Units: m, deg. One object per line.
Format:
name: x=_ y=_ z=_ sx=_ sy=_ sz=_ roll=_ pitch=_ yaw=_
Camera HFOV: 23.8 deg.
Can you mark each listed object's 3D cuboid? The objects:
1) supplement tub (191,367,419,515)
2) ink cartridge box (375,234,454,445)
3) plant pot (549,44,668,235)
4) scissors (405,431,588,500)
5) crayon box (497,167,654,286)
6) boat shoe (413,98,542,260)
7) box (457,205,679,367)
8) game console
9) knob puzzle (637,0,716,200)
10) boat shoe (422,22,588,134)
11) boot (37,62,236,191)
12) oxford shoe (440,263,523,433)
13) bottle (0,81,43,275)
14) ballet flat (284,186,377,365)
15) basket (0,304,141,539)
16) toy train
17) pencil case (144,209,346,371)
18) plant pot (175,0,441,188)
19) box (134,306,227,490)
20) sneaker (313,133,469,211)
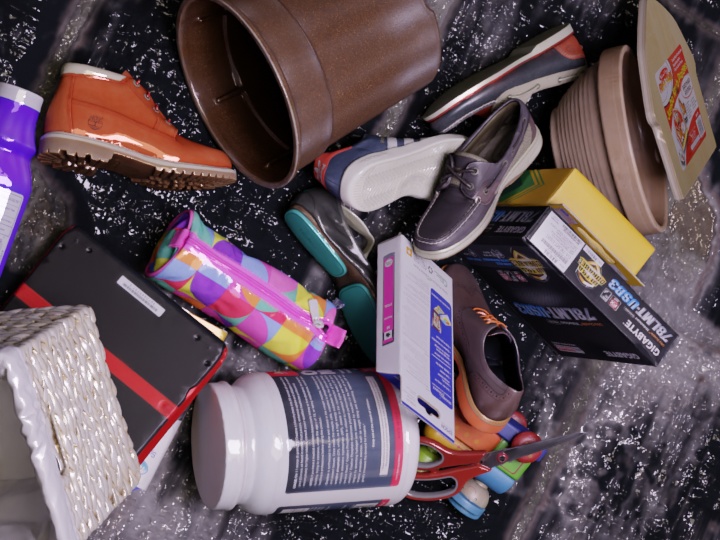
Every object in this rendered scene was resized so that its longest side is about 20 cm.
supplement tub: x=-0.055 y=0.168 z=1.685 sx=0.200 sy=0.140 sz=0.141 roll=-1 pitch=93 yaw=-22
ink cartridge box: x=0.055 y=0.070 z=1.683 sx=0.095 sy=0.037 sz=0.200 roll=40 pitch=37 yaw=-41
plant pot: x=0.257 y=-0.129 z=1.796 sx=0.093 sy=0.201 sz=0.201 roll=-12 pitch=98 yaw=19
scissors: x=0.134 y=0.198 z=1.748 sx=0.200 sy=0.014 sz=0.073 roll=-4 pitch=109 yaw=7
crayon box: x=0.214 y=-0.045 z=1.748 sx=0.126 sy=0.200 sz=0.052 roll=43 pitch=77 yaw=-18
boat shoe: x=0.112 y=-0.095 z=1.724 sx=0.200 sy=0.072 sz=0.065 roll=-49 pitch=136 yaw=-25
box: x=0.199 y=0.015 z=1.746 sx=0.199 sy=0.200 sz=0.050 roll=45 pitch=76 yaw=-18
game console: x=-0.254 y=0.082 z=1.626 sx=0.200 sy=0.031 sz=0.177 roll=38 pitch=80 yaw=4
knob puzzle: x=0.322 y=-0.194 z=1.821 sx=0.220 sy=0.030 sz=0.220 roll=31 pitch=54 yaw=-55
boat shoe: x=0.155 y=-0.189 z=1.793 sx=0.200 sy=0.071 sz=0.063 roll=-32 pitch=106 yaw=-21
boot: x=-0.207 y=-0.138 z=1.653 sx=0.200 sy=0.075 sz=0.107 roll=14 pitch=72 yaw=-28
oxford shoe: x=0.127 y=0.065 z=1.743 sx=0.071 sy=0.073 sz=0.200 roll=7 pitch=49 yaw=-31
bottle: x=-0.352 y=-0.076 z=1.599 sx=0.083 sy=0.065 sz=0.200 roll=20 pitch=85 yaw=-19
ballet flat: x=0.000 y=0.000 z=1.742 sx=0.068 sy=0.068 sz=0.200 roll=-37 pitch=105 yaw=-29
basket: x=-0.325 y=0.143 z=1.516 sx=0.161 sy=0.200 sz=0.198 roll=-42 pitch=122 yaw=-60
toy train: x=0.085 y=0.165 z=1.780 sx=0.200 sy=0.085 sz=0.116 roll=36 pitch=96 yaw=-16
pencil case: x=-0.113 y=0.021 z=1.688 sx=0.200 sy=0.088 sz=0.088 roll=31 pitch=81 yaw=-19
plant pot: x=-0.043 y=-0.211 z=1.658 sx=0.198 sy=0.200 sz=0.200 roll=-29 pitch=102 yaw=-26
box: x=-0.229 y=0.120 z=1.671 sx=0.119 sy=0.041 sz=0.200 roll=30 pitch=84 yaw=-20
sneaker: x=0.036 y=-0.112 z=1.751 sx=0.200 sy=0.084 sz=0.075 roll=-9 pitch=117 yaw=-44
